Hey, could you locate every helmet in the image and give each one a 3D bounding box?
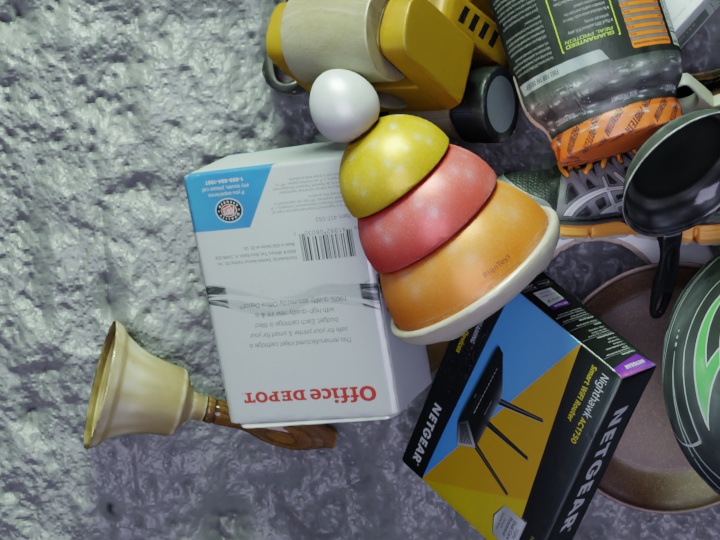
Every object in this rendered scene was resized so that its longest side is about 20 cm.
[{"bbox_3d":[0.310,0.073,1.373,0.190,0.200,0.201,-30,98,22],"label":"helmet"}]

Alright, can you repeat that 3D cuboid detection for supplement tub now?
[{"bbox_3d":[0.159,-0.185,1.375,0.122,0.123,0.202,-17,83,6],"label":"supplement tub"}]

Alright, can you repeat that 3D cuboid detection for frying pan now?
[{"bbox_3d":[0.242,-0.051,1.379,0.114,0.190,0.031,-29,53,-3],"label":"frying pan"}]

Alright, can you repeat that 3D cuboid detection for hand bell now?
[{"bbox_3d":[-0.114,0.113,1.538,0.198,0.104,0.105,13,101,-13],"label":"hand bell"}]

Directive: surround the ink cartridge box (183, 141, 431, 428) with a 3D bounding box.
[{"bbox_3d":[-0.039,0.009,1.458,0.145,0.086,0.202,-5,104,23],"label":"ink cartridge box"}]

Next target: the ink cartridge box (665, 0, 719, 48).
[{"bbox_3d":[0.207,-0.275,1.457,0.200,0.047,0.160,45,100,20],"label":"ink cartridge box"}]

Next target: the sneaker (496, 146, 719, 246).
[{"bbox_3d":[0.194,-0.066,1.441,0.198,0.078,0.078,1,109,-1],"label":"sneaker"}]

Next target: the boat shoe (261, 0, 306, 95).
[{"bbox_3d":[-0.018,-0.226,1.472,0.066,0.057,0.201,26,100,-2],"label":"boat shoe"}]

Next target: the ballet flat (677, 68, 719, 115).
[{"bbox_3d":[0.270,-0.131,1.451,0.198,0.071,0.071,-12,100,19],"label":"ballet flat"}]

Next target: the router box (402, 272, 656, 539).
[{"bbox_3d":[0.125,0.110,1.461,0.149,0.051,0.201,40,127,30],"label":"router box"}]

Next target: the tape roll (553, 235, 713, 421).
[{"bbox_3d":[0.187,0.022,1.518,0.201,0.037,0.205,1,101,3],"label":"tape roll"}]

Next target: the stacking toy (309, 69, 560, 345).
[{"bbox_3d":[0.035,-0.062,1.348,0.146,0.146,0.201,-34,105,8],"label":"stacking toy"}]

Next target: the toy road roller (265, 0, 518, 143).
[{"bbox_3d":[0.035,-0.185,1.417,0.122,0.200,0.147,2,73,35],"label":"toy road roller"}]

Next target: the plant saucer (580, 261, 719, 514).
[{"bbox_3d":[0.242,0.089,1.491,0.198,0.037,0.202,0,101,2],"label":"plant saucer"}]

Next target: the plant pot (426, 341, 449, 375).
[{"bbox_3d":[0.000,0.000,1.516,0.198,0.027,0.202,3,103,11],"label":"plant pot"}]
